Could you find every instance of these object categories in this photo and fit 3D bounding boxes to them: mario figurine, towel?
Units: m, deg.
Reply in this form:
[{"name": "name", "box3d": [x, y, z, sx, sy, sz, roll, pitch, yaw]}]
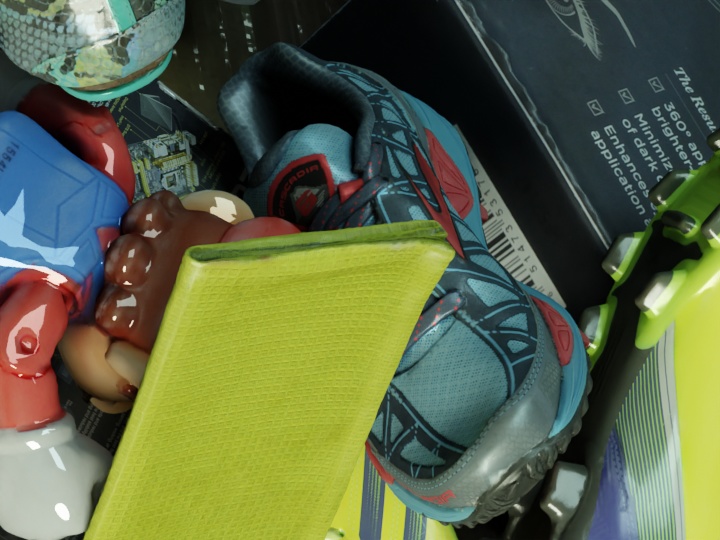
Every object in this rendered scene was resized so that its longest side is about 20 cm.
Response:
[{"name": "mario figurine", "box3d": [-0.102, 0.003, 0.782, 0.200, 0.106, 0.123, 31, 88, -8]}, {"name": "towel", "box3d": [-0.039, 0.068, 0.755, 0.086, 0.200, 0.018, -9, 46, -35]}]

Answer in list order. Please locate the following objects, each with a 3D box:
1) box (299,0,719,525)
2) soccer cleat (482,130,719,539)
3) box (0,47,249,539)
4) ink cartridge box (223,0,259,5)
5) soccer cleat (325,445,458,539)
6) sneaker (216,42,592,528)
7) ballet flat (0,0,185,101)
[{"name": "box", "box3d": [0.102, -0.034, 0.988, 0.200, 0.117, 0.197, -22, 79, -44]}, {"name": "soccer cleat", "box3d": [0.110, 0.041, 0.840, 0.084, 0.065, 0.200, 31, 82, -18]}, {"name": "box", "box3d": [-0.122, 0.000, 0.837, 0.161, 0.049, 0.200, 35, 46, -13]}, {"name": "ink cartridge box", "box3d": [-0.115, -0.202, 0.952, 0.176, 0.045, 0.200, 8, 58, -22]}, {"name": "soccer cleat", "box3d": [0.000, 0.121, 0.846, 0.084, 0.065, 0.200, -18, 75, -41]}, {"name": "sneaker", "box3d": [0.000, 0.000, 0.828, 0.096, 0.079, 0.200, 35, 17, -37]}, {"name": "ballet flat", "box3d": [-0.116, -0.126, 0.813, 0.074, 0.074, 0.200, -2, 29, -39]}]
